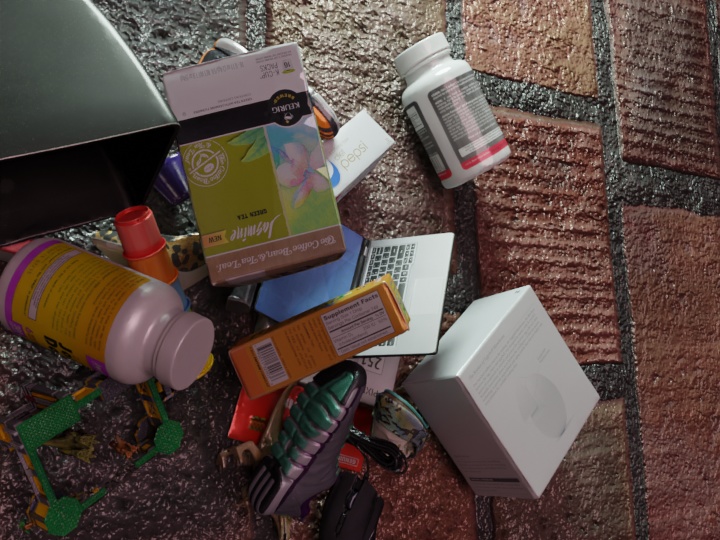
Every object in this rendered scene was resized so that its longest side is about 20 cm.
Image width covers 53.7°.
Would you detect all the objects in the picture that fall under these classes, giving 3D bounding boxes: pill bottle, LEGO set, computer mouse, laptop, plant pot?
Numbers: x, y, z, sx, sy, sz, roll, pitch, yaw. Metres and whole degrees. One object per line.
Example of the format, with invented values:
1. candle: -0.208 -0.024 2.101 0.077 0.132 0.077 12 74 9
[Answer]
1. pill bottle: -0.248 0.046 0.701 0.198 0.105 0.105 20 68 15
2. LEGO set: -0.298 0.166 0.746 0.200 0.115 0.155 -44 123 -40
3. computer mouse: -0.033 0.275 0.860 0.046 0.139 0.202 -12 125 -57
4. laptop: 0.000 0.000 0.890 0.116 0.197 0.189 59 35 -45
5. pill bottle: 0.127 -0.230 1.025 0.110 0.110 0.202 -31 97 -29
6. plant pot: -0.305 -0.146 0.642 0.198 0.200 0.179 -20 82 -31

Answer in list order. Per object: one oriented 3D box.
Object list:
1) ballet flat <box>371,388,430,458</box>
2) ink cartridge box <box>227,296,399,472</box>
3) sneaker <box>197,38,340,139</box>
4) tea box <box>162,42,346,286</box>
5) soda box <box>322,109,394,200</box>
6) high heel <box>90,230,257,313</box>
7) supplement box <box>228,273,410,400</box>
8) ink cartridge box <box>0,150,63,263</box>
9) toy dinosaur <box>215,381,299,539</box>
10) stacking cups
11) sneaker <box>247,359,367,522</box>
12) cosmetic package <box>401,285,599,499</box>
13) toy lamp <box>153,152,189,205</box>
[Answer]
1. ballet flat: 0.047 0.201 0.882 0.073 0.200 0.075 -6 67 13
2. ink cartridge box: -0.053 0.149 0.904 0.198 0.043 0.176 21 71 -24
3. sneaker: -0.129 -0.194 0.888 0.199 0.078 0.113 31 75 10
4. tea box: -0.100 -0.092 0.728 0.132 0.200 0.200 -15 89 -4
5. soda box: -0.042 -0.122 0.914 0.064 0.068 0.200 44 53 -2
6. high heel: -0.206 -0.042 0.852 0.198 0.071 0.144 22 53 -15
7. supplement box: -0.044 0.074 0.803 0.198 0.067 0.070 -22 95 7
8. ink cartridge box: -0.390 -0.125 0.739 0.143 0.083 0.203 19 74 -25
9. toy dinosaur: -0.117 0.223 0.857 0.100 0.058 0.203 2 91 -41
10. stacking cups: -0.218 0.030 0.771 0.060 0.060 0.202 -34 127 -29
11. sneaker: -0.044 0.195 0.813 0.087 0.074 0.201 32 97 -37
12. cosmetic package: 0.196 0.166 0.981 0.199 0.122 0.201 -41 104 -36
13. toy lamp: -0.260 -0.171 0.836 0.058 0.058 0.202 -33 96 -28
